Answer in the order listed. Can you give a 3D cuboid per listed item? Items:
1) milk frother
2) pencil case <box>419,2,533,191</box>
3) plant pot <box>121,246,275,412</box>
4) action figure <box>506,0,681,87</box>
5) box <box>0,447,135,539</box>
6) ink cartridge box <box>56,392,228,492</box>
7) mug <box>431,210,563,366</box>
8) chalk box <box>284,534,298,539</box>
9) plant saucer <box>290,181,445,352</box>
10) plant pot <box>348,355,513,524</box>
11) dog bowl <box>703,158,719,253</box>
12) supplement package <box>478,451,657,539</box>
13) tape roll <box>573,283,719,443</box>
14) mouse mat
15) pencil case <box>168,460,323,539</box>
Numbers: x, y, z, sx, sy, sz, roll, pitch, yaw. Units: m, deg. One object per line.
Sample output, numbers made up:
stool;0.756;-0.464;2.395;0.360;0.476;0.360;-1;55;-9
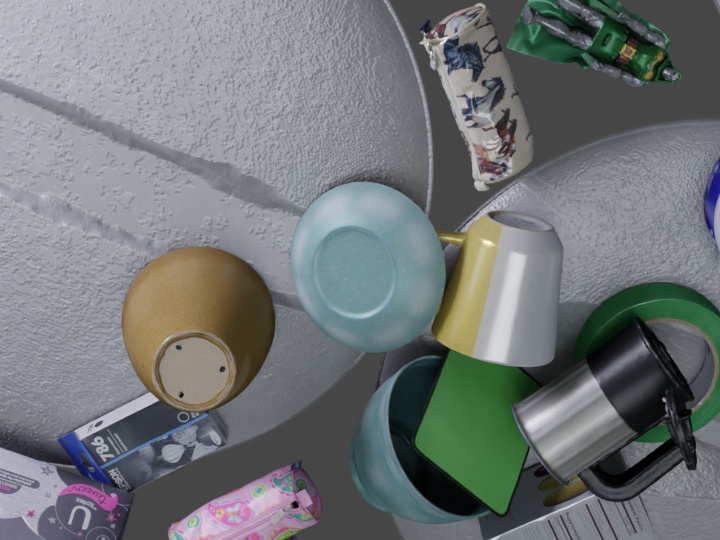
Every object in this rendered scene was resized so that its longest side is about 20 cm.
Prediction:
milk frother;0.292;0.180;1.697;0.188;0.200;0.181;-37;79;14
pencil case;0.132;-0.192;1.647;0.089;0.078;0.201;-29;115;-14
plant pot;-0.186;0.087;1.675;0.185;0.200;0.188;-1;104;-5
action figure;0.277;-0.259;1.643;0.199;0.055;0.119;23;109;-17
box;-0.397;0.319;1.811;0.199;0.133;0.115;22;139;-13
ink cartridge box;-0.274;0.214;1.836;0.199;0.039;0.100;-27;114;10
mug;0.154;0.014;1.708;0.185;0.149;0.154;3;108;-28
chalk box;-0.119;0.441;1.857;0.123;0.200;0.125;-25;113;9
plant saucer;0.000;0.000;1.700;0.199;0.039;0.203;5;102;23
plant pot;0.069;0.220;1.786;0.200;0.201;0.134;40;137;-19
dog bowl;0.508;-0.072;1.723;0.198;0.079;0.202;-1;114;-2
supplement package;0.259;0.314;1.867;0.199;0.114;0.110;-25;114;7
tape roll;0.366;0.115;1.818;0.198;0.048;0.202;-1;114;-2
mouse mat;0.146;0.177;1.770;0.161;0.201;0.008;40;142;-19
pencil case;-0.144;0.319;1.863;0.199;0.088;0.088;-26;113;11
